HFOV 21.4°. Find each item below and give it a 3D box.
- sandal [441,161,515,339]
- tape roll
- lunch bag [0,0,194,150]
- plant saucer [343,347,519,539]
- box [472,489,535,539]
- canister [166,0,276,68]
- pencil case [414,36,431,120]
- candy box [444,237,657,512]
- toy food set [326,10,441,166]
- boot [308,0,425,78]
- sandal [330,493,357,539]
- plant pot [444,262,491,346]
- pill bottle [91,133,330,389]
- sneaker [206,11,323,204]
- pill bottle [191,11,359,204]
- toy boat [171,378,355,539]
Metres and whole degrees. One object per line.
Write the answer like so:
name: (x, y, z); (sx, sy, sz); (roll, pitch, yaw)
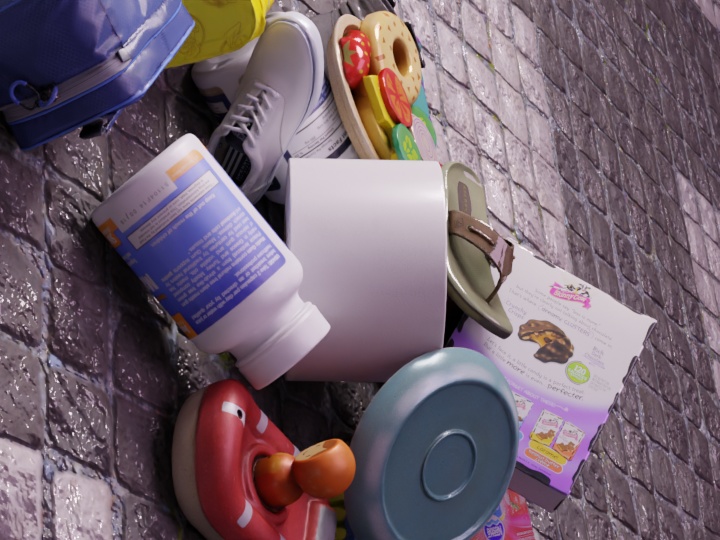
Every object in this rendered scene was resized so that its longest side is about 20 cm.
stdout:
sandal: (0.109, -0.028, 1.767); (0.080, 0.057, 0.202); (29, 41, -41)
tape roll: (0.000, 0.000, 1.714); (0.203, 0.138, 0.204); (-178, -90, -86)
lunch bag: (-0.222, -0.183, 1.510); (0.133, 0.135, 0.200); (58, 28, -21)
plant saucer: (0.071, 0.167, 1.660); (0.199, 0.027, 0.201); (-15, 115, -36)
box: (0.083, 0.240, 1.853); (0.200, 0.094, 0.103); (6, 67, -62)
canister: (-0.137, -0.263, 1.724); (0.200, 0.148, 0.087); (-63, 138, -60)
pencil case: (0.042, -0.159, 2.072); (0.092, 0.085, 0.201); (10, 62, -43)
candy box: (0.161, 0.098, 1.805); (0.201, 0.167, 0.072); (-59, 175, -21)
toy food set: (0.029, -0.157, 1.845); (0.199, 0.048, 0.200); (70, 18, 2)
boot: (0.012, -0.186, 1.963); (0.070, 0.131, 0.201); (-91, 156, -74)
sandal: (0.017, 0.276, 1.710); (0.079, 0.087, 0.201); (30, 48, -56)
plant pot: (0.139, 0.109, 1.946); (0.200, 0.186, 0.188); (107, -27, -70)
pill bottle: (-0.118, -0.003, 1.565); (0.200, 0.112, 0.112); (51, 28, -5)
sneaker: (-0.089, -0.134, 1.701); (0.073, 0.201, 0.071); (28, 30, 13)
pill bottle: (-0.066, -0.134, 1.812); (0.201, 0.111, 0.111); (59, 28, -23)
toy boat: (-0.064, 0.171, 1.571); (0.200, 0.130, 0.131); (50, 31, -35)
